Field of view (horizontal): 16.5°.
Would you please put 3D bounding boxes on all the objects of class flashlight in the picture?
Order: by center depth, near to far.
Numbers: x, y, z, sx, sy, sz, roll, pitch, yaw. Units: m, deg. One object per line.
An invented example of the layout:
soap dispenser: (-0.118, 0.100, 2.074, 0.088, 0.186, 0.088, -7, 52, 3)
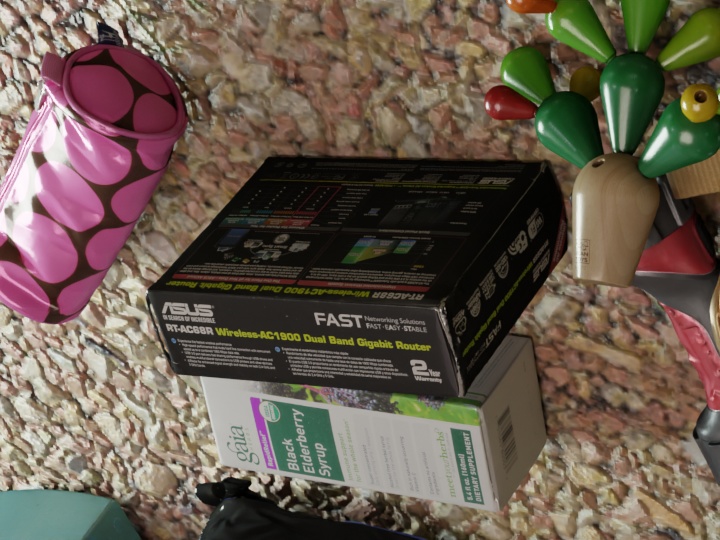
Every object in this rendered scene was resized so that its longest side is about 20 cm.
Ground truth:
flashlight: (0.184, 0.033, 1.390, 0.068, 0.068, 0.201, 14, 135, 59)

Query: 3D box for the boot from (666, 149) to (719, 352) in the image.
boot: (0.252, -0.006, 1.309, 0.144, 0.071, 0.202, -11, 110, 41)

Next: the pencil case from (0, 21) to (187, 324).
pencil case: (-0.181, -0.053, 1.547, 0.093, 0.091, 0.200, 11, 136, -21)

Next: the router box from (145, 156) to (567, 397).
router box: (0.000, 0.000, 1.423, 0.199, 0.150, 0.062, 3, 124, 32)

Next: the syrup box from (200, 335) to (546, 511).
syrup box: (0.006, 0.082, 1.527, 0.199, 0.081, 0.079, 7, 124, 28)

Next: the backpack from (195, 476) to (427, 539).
backpack: (-0.030, 0.258, 1.642, 0.199, 0.154, 0.191, 15, 140, 19)

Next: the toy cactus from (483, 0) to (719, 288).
toy cactus: (0.136, -0.076, 1.289, 0.199, 0.102, 0.166, 7, 86, 40)

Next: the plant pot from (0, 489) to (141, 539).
plant pot: (-0.245, 0.241, 1.775, 0.199, 0.141, 0.142, -19, 111, 32)
